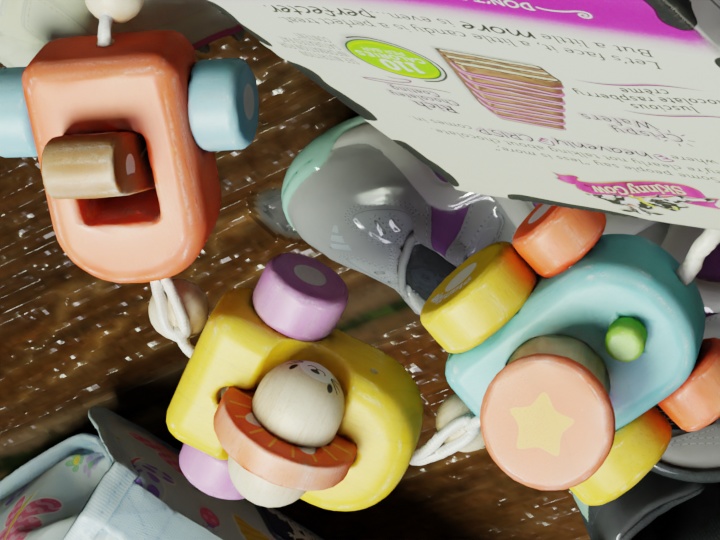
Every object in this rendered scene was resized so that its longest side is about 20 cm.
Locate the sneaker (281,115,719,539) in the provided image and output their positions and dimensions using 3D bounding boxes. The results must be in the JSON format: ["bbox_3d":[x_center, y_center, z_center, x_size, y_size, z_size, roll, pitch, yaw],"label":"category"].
[{"bbox_3d":[0.060,0.033,0.852,0.200,0.140,0.078,12,146,10],"label":"sneaker"}]

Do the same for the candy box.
[{"bbox_3d":[0.031,-0.072,0.624,0.136,0.061,0.200,10,164,37],"label":"candy box"}]

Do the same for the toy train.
[{"bbox_3d":[0.000,0.000,0.769,0.200,0.056,0.150,2,116,13],"label":"toy train"}]

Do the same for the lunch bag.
[{"bbox_3d":[-0.060,0.139,1.055,0.170,0.127,0.200,33,150,-13],"label":"lunch bag"}]

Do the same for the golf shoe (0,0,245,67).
[{"bbox_3d":[-0.100,-0.101,0.823,0.200,0.075,0.092,-4,133,26],"label":"golf shoe"}]
